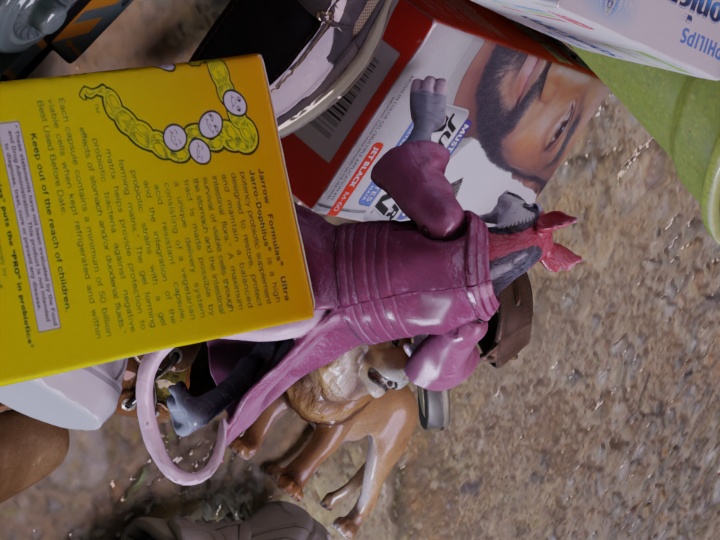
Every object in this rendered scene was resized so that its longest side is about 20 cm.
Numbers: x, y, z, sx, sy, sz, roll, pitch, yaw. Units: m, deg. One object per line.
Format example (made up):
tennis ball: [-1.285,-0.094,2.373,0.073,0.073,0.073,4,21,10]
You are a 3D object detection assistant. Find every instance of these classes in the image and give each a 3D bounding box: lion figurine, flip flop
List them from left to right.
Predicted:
lion figurine: [-0.005,0.075,1.465,0.123,0.072,0.200,-52,166,-5]
flip flop: [0.070,0.016,1.416,0.200,0.057,0.082,-52,145,-59]

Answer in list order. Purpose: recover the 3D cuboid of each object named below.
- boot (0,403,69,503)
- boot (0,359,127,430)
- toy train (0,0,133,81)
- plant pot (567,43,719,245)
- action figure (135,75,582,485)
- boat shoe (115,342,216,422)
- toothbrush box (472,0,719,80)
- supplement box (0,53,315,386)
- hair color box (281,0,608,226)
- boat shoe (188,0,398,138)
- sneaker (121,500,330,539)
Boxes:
boot: [-0.201,0.119,1.202,0.199,0.075,0.074,-25,144,-41]
boot: [-0.163,-0.011,1.111,0.200,0.073,0.096,40,60,-51]
toy train: [-0.098,-0.148,1.003,0.200,0.085,0.114,-48,163,-2]
plant pot: [0.178,-0.144,1.309,0.200,0.184,0.201,-36,152,-23]
action figure: [0.000,0.000,1.170,0.199,0.135,0.149,-12,-166,15]
boat shoe: [-0.103,0.033,1.242,0.199,0.068,0.072,-11,137,-50]
toothbrush box: [0.121,-0.202,1.164,0.145,0.086,0.201,16,92,-53]
supplement box: [-0.130,-0.013,1.004,0.108,0.110,0.199,-12,179,43]
hair color box: [0.036,-0.080,1.314,0.111,0.064,0.200,-57,154,14]
boat shoe: [-0.016,-0.143,1.155,0.200,0.074,0.073,-51,145,-15]
sneaker: [-0.081,0.161,1.439,0.078,0.099,0.200,-48,-178,20]
